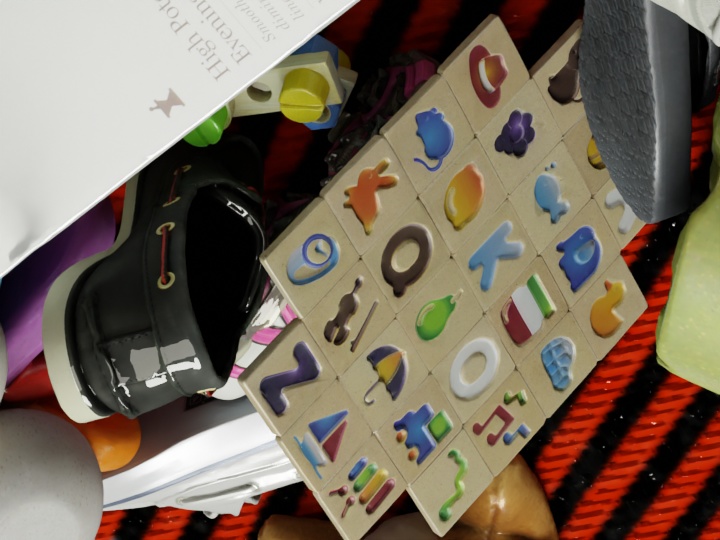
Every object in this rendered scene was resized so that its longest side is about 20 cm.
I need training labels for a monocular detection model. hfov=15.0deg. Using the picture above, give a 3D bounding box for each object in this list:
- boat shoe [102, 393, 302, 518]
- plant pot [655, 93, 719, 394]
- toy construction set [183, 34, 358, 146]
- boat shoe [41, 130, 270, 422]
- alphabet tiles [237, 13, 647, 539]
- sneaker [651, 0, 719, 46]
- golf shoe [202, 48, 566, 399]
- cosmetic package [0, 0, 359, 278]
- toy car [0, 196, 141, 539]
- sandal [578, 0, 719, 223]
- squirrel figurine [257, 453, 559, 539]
[{"bbox_3d":[-0.065,0.080,1.210,0.199,0.074,0.065,-16,127,25],"label":"boat shoe"},{"bbox_3d":[0.213,-0.002,1.023,0.183,0.201,0.201,17,136,8],"label":"plant pot"},{"bbox_3d":[-0.105,-0.099,1.036,0.199,0.092,0.132,-7,135,2],"label":"toy construction set"},{"bbox_3d":[-0.062,-0.004,1.042,0.063,0.202,0.074,-13,110,16],"label":"boat shoe"},{"bbox_3d":[0.041,0.004,1.060,0.006,0.200,0.167,25,155,46],"label":"alphabet tiles"},{"bbox_3d":[0.160,-0.084,0.909,0.199,0.081,0.075,17,156,0],"label":"sneaker"},{"bbox_3d":[0.000,0.000,1.122,0.092,0.073,0.200,29,131,-22],"label":"golf shoe"},{"bbox_3d":[-0.091,-0.090,0.950,0.200,0.074,0.102,-37,103,18],"label":"cosmetic package"},{"bbox_3d":[-0.158,0.022,1.128,0.150,0.175,0.200,-36,129,-7],"label":"toy car"},{"bbox_3d":[0.113,-0.099,1.002,0.043,0.076,0.201,-14,131,-12],"label":"sandal"},{"bbox_3d":[0.033,0.218,1.250,0.141,0.187,0.200,-12,131,20],"label":"squirrel figurine"}]
